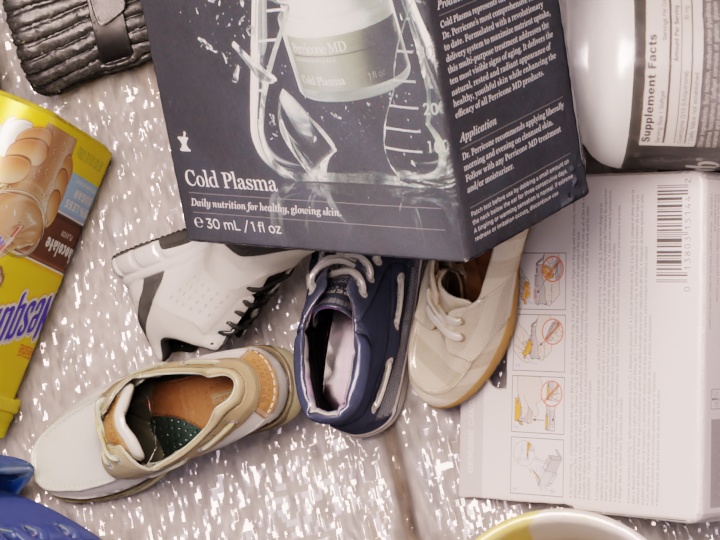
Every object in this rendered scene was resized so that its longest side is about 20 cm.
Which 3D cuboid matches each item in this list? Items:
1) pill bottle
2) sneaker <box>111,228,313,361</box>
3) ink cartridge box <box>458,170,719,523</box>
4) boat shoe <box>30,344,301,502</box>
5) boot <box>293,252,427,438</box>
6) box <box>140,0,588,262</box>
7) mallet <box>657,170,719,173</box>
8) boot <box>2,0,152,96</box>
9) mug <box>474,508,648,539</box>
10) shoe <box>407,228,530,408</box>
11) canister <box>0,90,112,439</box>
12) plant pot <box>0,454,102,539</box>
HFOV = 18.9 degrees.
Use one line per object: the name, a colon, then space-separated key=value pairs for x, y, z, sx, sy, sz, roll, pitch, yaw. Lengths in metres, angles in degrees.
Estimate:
pill bottle: x=0.184 y=-0.114 z=1.212 sx=0.200 sy=0.116 sz=0.117 roll=1 pitch=82 yaw=1
sneaker: x=-0.073 y=0.002 z=1.326 sx=0.200 sy=0.074 sz=0.080 roll=-20 pitch=86 yaw=51
ink cartridge box: x=0.141 y=0.043 z=1.292 sx=0.176 sy=0.045 sz=0.200 roll=1 pitch=89 yaw=42
boat shoe: x=-0.133 y=0.092 z=1.339 sx=0.200 sy=0.068 sz=0.075 roll=-25 pitch=76 yaw=27
boot: x=0.000 y=0.000 z=1.324 sx=0.073 sy=0.090 sz=0.200 roll=-1 pitch=82 yaw=15
box: x=-0.002 y=-0.119 z=1.151 sx=0.200 sy=0.124 sz=0.197 roll=4 pitch=111 yaw=39
mallet: x=0.214 y=-0.128 z=1.282 sx=0.066 sy=0.041 sz=0.200 roll=5 pitch=105 yaw=11
boot: x=-0.160 y=-0.227 z=1.405 sx=0.158 sy=0.079 sz=0.211 roll=-10 pitch=80 yaw=13
mug: x=0.113 y=0.201 z=1.232 sx=0.187 sy=0.153 sz=0.149 roll=41 pitch=94 yaw=17
shoe: x=0.066 y=-0.010 z=1.296 sx=0.070 sy=0.053 sz=0.200 roll=32 pitch=109 yaw=38
canister: x=-0.240 y=-0.006 z=1.360 sx=0.086 sy=0.149 sz=0.200 roll=20 pitch=86 yaw=17
plant pot: x=-0.258 y=0.219 z=1.295 sx=0.180 sy=0.200 sz=0.200 roll=47 pitch=108 yaw=22
